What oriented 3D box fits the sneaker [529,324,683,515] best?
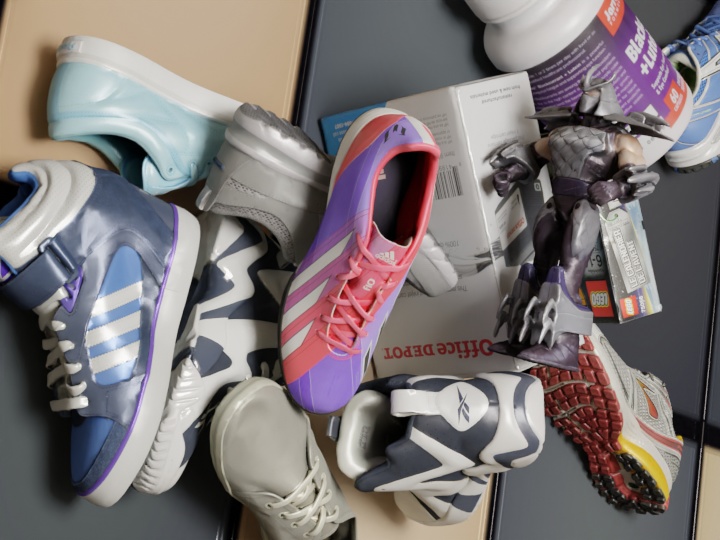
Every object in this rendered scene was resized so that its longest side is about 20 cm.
[{"bbox_3d":[0.202,0.105,1.432,0.082,0.077,0.201,-57,130,-35],"label":"sneaker"}]

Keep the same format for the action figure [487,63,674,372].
[{"bbox_3d":[0.137,-0.037,1.157,0.069,0.130,0.202,13,88,-32],"label":"action figure"}]

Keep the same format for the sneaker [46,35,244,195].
[{"bbox_3d":[-0.121,-0.078,1.164,0.199,0.074,0.083,23,74,-27],"label":"sneaker"}]

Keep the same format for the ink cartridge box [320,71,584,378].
[{"bbox_3d":[0.065,-0.029,1.269,0.083,0.145,0.202,-16,96,-42],"label":"ink cartridge box"}]

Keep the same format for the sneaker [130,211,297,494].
[{"bbox_3d":[-0.077,0.069,1.174,0.129,0.079,0.200,28,56,-27],"label":"sneaker"}]

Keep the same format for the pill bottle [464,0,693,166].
[{"bbox_3d":[0.168,-0.175,1.401,0.200,0.111,0.112,46,58,-28],"label":"pill bottle"}]

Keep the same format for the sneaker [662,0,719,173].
[{"bbox_3d":[0.309,-0.184,1.552,0.077,0.075,0.201,46,56,-33],"label":"sneaker"}]

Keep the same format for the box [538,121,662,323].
[{"bbox_3d":[0.139,-0.032,1.300,0.040,0.200,0.138,-15,95,-23],"label":"box"}]

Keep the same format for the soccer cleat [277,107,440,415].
[{"bbox_3d":[0.000,0.000,1.101,0.068,0.073,0.201,14,100,-24],"label":"soccer cleat"}]

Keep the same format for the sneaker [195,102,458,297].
[{"bbox_3d":[-0.022,-0.032,1.172,0.199,0.075,0.082,32,102,-26],"label":"sneaker"}]

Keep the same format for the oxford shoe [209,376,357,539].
[{"bbox_3d":[-0.044,0.144,1.160,0.075,0.058,0.201,-41,138,-22],"label":"oxford shoe"}]

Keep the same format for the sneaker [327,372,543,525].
[{"bbox_3d":[0.029,0.120,1.205,0.129,0.199,0.080,8,71,-18],"label":"sneaker"}]

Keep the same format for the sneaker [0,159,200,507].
[{"bbox_3d":[-0.190,0.031,1.089,0.146,0.080,0.202,20,78,-26],"label":"sneaker"}]
